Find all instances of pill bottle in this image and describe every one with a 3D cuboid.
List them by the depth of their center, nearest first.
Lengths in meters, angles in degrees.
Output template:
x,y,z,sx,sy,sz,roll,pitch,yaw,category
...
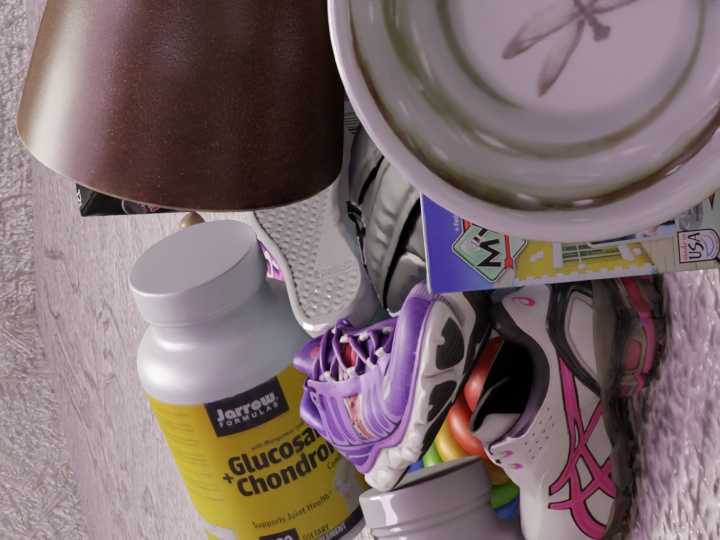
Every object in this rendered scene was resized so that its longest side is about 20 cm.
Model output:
x,y,z,sx,sy,sz,roll,pitch,yaw,category
0.064,0.208,1.185,0.104,0.104,0.201,164,88,-75,pill bottle
-0.069,0.075,1.298,0.112,0.112,0.201,-126,13,-61,pill bottle

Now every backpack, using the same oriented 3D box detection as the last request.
x,y,z,sx,sy,sz,roll,pitch,yaw,category
0.061,-0.053,1.099,0.200,0.153,0.164,-47,52,46,backpack

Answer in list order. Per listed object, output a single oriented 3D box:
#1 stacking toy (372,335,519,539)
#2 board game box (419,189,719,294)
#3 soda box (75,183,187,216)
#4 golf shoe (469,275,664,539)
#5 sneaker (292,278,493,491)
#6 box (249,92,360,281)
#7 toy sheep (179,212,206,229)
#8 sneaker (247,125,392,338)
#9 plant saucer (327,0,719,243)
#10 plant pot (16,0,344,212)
x,y,z,sx,sy,sz,roll,pitch,yaw,category
0.066,0.107,1.253,0.200,0.085,0.086,107,152,-50,stacking toy
0.087,-0.095,0.946,0.029,0.134,0.201,-92,-4,-82,board game box
-0.107,-0.084,1.563,0.063,0.199,0.071,134,128,-59,soda box
0.093,0.077,1.097,0.073,0.092,0.201,-118,24,-47,golf shoe
0.007,0.055,1.100,0.081,0.083,0.200,-60,0,-28,sneaker
-0.007,-0.028,1.422,0.200,0.096,0.177,179,83,-76,box
-0.067,0.033,1.592,0.200,0.138,0.138,44,177,-19,toy sheep
0.000,0.000,1.258,0.118,0.074,0.201,46,-161,-36,sneaker
0.087,-0.114,0.893,0.050,0.199,0.201,-32,-63,-73,plant saucer
-0.087,-0.163,1.175,0.187,0.186,0.201,-121,36,-57,plant pot
